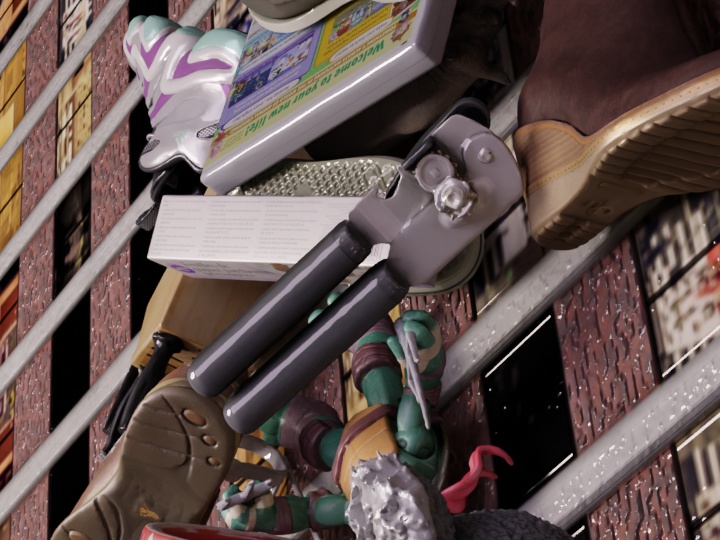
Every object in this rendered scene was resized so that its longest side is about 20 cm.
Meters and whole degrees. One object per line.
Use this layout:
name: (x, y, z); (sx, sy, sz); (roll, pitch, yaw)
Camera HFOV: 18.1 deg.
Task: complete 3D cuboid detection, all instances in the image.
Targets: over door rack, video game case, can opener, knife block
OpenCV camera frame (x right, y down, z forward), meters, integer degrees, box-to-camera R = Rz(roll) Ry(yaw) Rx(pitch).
over door rack: (-0.067, 0.187, 1.239); (0.148, 0.066, 0.200); (-66, 27, 10)
video game case: (-0.006, -0.151, 1.276); (0.200, 0.022, 0.183); (-28, 38, 46)
can opener: (0.000, 0.000, 1.114); (0.200, 0.053, 0.066); (-44, 6, 8)
knife block: (-0.085, 0.027, 1.328); (0.200, 0.064, 0.176); (-61, 11, 17)

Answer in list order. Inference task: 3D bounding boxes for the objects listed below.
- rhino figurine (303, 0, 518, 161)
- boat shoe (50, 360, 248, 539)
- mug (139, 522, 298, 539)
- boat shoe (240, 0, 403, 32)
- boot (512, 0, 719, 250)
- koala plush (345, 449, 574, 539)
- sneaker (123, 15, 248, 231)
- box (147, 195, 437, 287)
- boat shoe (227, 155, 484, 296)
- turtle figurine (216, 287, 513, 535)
rhino figurine: (0.030, -0.113, 1.267); (0.200, 0.060, 0.088); (-26, 46, 52)
boat shoe: (-0.111, 0.124, 1.231); (0.200, 0.072, 0.068); (-58, -2, 34)
mug: (-0.091, 0.228, 1.108); (0.133, 0.177, 0.201); (15, -95, -81)
boat shoe: (-0.022, -0.179, 1.239); (0.201, 0.060, 0.072); (-2, 58, 60)
boot: (0.135, -0.114, 1.058); (0.200, 0.072, 0.167); (-32, 48, 56)
koala plush: (0.067, 0.172, 0.910); (0.184, 0.177, 0.200); (-44, 35, 21)
sneaker: (-0.125, -0.095, 1.520); (0.200, 0.078, 0.140); (16, 86, 63)
box: (-0.037, -0.017, 1.221); (0.200, 0.039, 0.042); (1, 73, 47)
boat shoe: (0.004, -0.023, 1.257); (0.200, 0.062, 0.075); (12, 80, 50)
turtle figurine: (-0.001, 0.088, 1.144); (0.150, 0.101, 0.200); (-42, 20, 5)
